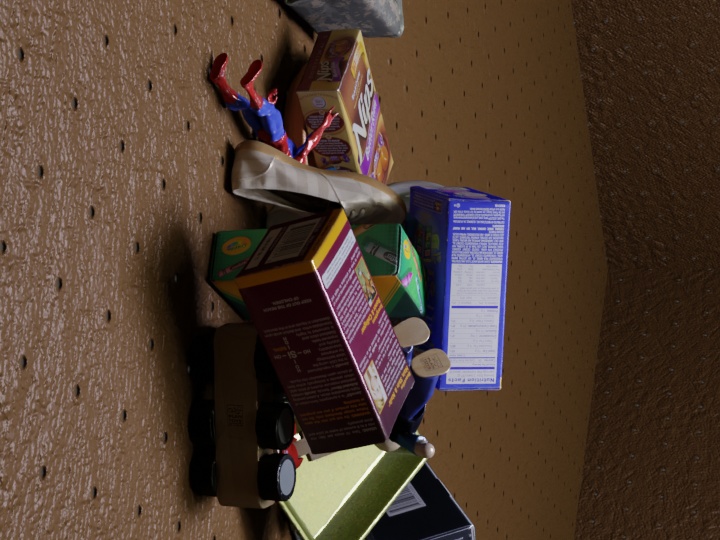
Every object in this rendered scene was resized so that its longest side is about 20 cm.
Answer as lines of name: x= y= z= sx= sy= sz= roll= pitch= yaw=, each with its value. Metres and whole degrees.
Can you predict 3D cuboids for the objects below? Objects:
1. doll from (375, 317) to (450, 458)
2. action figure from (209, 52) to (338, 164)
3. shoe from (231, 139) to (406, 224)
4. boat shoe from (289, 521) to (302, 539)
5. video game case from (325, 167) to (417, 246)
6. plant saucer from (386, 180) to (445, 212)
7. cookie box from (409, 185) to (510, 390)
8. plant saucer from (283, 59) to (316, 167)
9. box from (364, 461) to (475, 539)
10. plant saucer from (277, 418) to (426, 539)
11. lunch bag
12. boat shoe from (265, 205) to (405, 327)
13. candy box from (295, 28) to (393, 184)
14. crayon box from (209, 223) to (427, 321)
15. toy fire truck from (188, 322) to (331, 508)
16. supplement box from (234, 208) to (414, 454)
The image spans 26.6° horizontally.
doll: x=0.043 y=0.138 z=1.607 sx=0.137 sy=0.048 sz=0.200 roll=56 pitch=-28 yaw=23
action figure: x=-0.088 y=-0.174 z=1.620 sx=0.099 sy=0.065 sz=0.200 roll=-62 pitch=153 yaw=-24
shoe: x=-0.045 y=-0.077 z=1.611 sx=0.070 sy=0.199 sz=0.054 roll=133 pitch=-28 yaw=-56
boat shoe: x=-0.049 y=0.278 z=1.751 sx=0.072 sy=0.069 sz=0.202 roll=-73 pitch=157 yaw=-44
video game case: x=0.000 y=0.000 z=1.742 sx=0.018 sy=0.143 sz=0.201 roll=-22 pitch=131 yaw=-39
plant saucer: x=0.058 y=-0.009 z=1.833 sx=0.050 sy=0.198 sz=0.202 roll=60 pitch=34 yaw=-62
cookie box: x=0.101 y=0.016 z=1.647 sx=0.171 sy=0.075 sz=0.202 roll=-146 pitch=-123 yaw=-76
plant saucer: x=-0.050 y=-0.156 z=1.809 sx=0.200 sy=0.037 sz=0.202 roll=-1 pitch=90 yaw=-73
box: x=0.062 y=0.369 z=1.893 sx=0.200 sy=0.123 sz=0.198 roll=-132 pitch=-149 yaw=-64
plant saucer: x=-0.037 y=0.194 z=1.673 sx=0.200 sy=0.048 sz=0.201 roll=-47 pitch=118 yaw=-33
lunch bag: x=-0.020 y=-0.385 z=1.784 sx=0.164 sy=0.117 sz=0.202 roll=32 pitch=53 yaw=-70
boat shoe: x=-0.030 y=0.001 z=1.660 sx=0.075 sy=0.200 sz=0.068 roll=-52 pitch=174 yaw=29
candy box: x=-0.016 y=-0.164 z=1.768 sx=0.117 sy=0.056 sz=0.201 roll=-73 pitch=154 yaw=-43
crayon box: x=-0.040 y=0.004 z=1.560 sx=0.119 sy=0.198 sz=0.059 roll=54 pitch=37 yaw=-62
toy fire truck: x=-0.073 y=0.139 z=1.551 sx=0.200 sy=0.128 sz=0.178 roll=-8 pitch=97 yaw=-69
supplement box: x=-0.031 y=0.059 z=1.452 sx=0.201 sy=0.085 sz=0.111 roll=68 pitch=26 yaw=-21
